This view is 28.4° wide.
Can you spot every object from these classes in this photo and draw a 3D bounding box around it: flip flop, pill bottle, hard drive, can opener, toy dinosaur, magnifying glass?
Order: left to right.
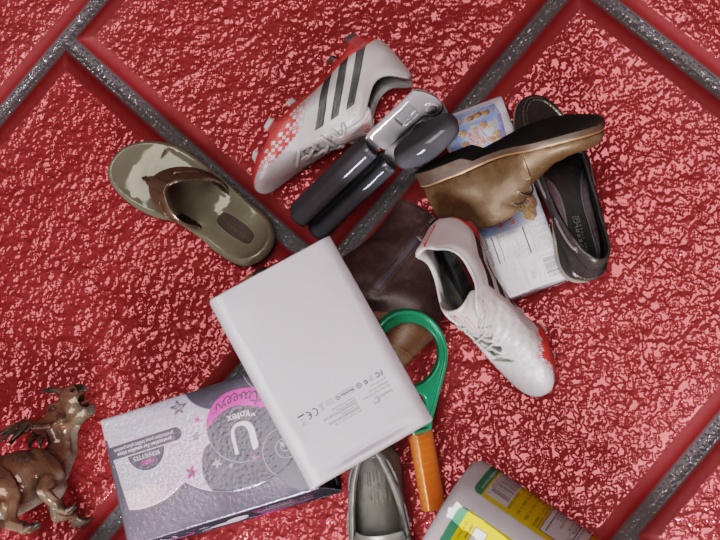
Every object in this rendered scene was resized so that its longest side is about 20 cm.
[{"bbox_3d":[-0.347,0.207,1.425,0.199,0.086,0.136,-23,69,-38],"label":"toy dinosaur"},{"bbox_3d":[-0.177,-0.073,1.479,0.199,0.058,0.081,35,88,14],"label":"flip flop"},{"bbox_3d":[-0.038,0.085,1.337,0.131,0.026,0.201,-28,79,-9],"label":"hard drive"},{"bbox_3d":[0.010,-0.103,1.419,0.200,0.053,0.067,-40,32,23],"label":"can opener"},{"bbox_3d":[0.055,0.136,1.386,0.079,0.022,0.202,-12,98,-13],"label":"magnifying glass"},{"bbox_3d":[0.163,0.277,1.330,0.199,0.113,0.113,32,88,14],"label":"pill bottle"}]

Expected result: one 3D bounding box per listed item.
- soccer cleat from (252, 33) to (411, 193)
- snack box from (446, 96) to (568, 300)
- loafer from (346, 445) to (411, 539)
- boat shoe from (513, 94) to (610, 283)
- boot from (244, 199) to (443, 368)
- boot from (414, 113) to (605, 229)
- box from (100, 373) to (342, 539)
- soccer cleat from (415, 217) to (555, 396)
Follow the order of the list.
[{"bbox_3d":[-0.031,-0.150,1.454,0.085,0.069,0.200,39,85,18],"label":"soccer cleat"},{"bbox_3d":[0.143,-0.072,1.436,0.071,0.024,0.202,-20,78,6],"label":"snack box"},{"bbox_3d":[0.017,0.265,1.380,0.069,0.070,0.202,-9,79,9],"label":"loafer"},{"bbox_3d":[0.205,-0.088,1.400,0.066,0.057,0.202,-11,76,-16],"label":"boat shoe"},{"bbox_3d":[0.000,0.000,1.442,0.199,0.072,0.167,26,74,15],"label":"boot"},{"bbox_3d":[0.154,-0.095,1.375,0.199,0.074,0.076,-18,102,31],"label":"boot"},{"bbox_3d":[-0.136,0.182,1.400,0.198,0.115,0.133,-17,78,7],"label":"box"},{"bbox_3d":[0.119,0.042,1.370,0.068,0.085,0.201,-26,97,35],"label":"soccer cleat"}]
